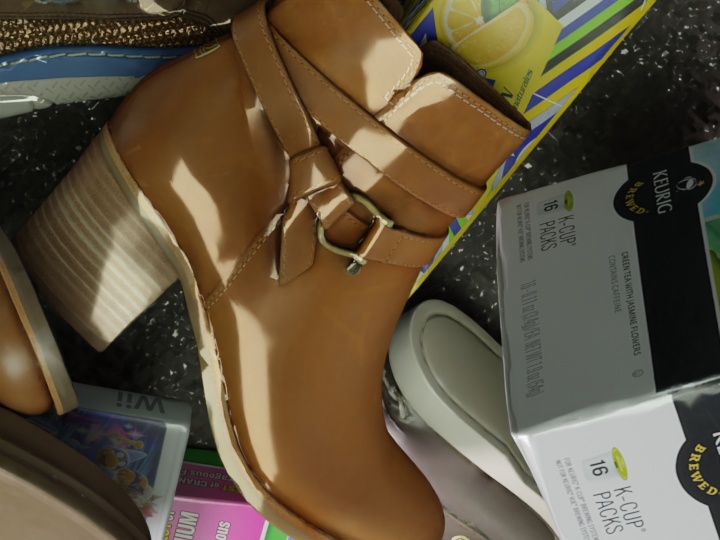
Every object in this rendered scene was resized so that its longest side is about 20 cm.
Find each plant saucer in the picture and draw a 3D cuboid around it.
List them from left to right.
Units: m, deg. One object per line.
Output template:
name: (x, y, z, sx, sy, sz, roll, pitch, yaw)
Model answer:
plant saucer: (-0.153, 0.077, 0.881, 0.199, 0.030, 0.200, 15, 154, 8)

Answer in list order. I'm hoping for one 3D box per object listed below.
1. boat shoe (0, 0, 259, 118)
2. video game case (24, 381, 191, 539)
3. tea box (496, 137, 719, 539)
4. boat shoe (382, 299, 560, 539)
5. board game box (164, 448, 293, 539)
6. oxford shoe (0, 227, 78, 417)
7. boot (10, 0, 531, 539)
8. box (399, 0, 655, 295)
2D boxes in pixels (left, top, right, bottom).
boat shoe: (-0.081, -0.103, 0.912, 0.199, 0.072, 0.073, -14, 114, 4)
video game case: (-0.172, 0.089, 0.968, 0.199, 0.018, 0.144, 10, 125, -8)
tea box: (0.166, 0.064, 0.847, 0.196, 0.134, 0.201, -17, 122, 11)
boat shoe: (0.062, 0.094, 1.016, 0.059, 0.072, 0.200, -29, 120, 30)
board game box: (-0.117, 0.140, 1.042, 0.199, 0.040, 0.154, 6, 115, -6)
oxford shoe: (-0.153, 0.014, 0.887, 0.071, 0.200, 0.072, -27, 115, -22)
boot: (0.000, 0.000, 0.895, 0.155, 0.077, 0.200, -42, 105, 10)
box: (0.033, -0.070, 0.934, 0.064, 0.070, 0.200, 34, 109, -14)
